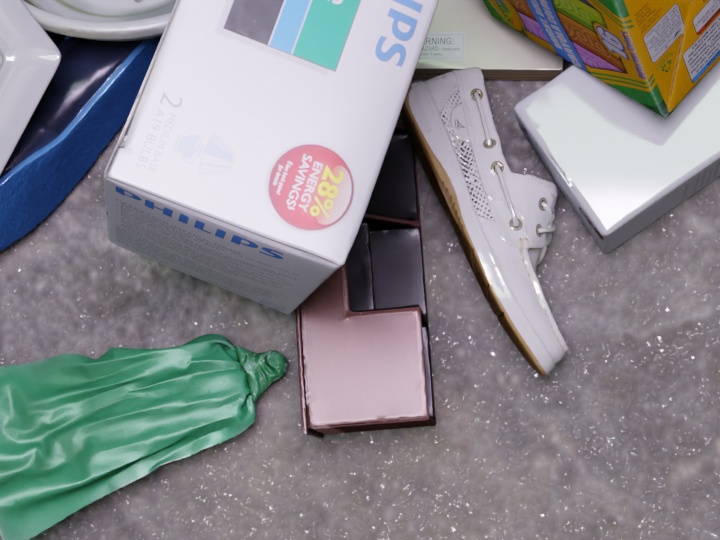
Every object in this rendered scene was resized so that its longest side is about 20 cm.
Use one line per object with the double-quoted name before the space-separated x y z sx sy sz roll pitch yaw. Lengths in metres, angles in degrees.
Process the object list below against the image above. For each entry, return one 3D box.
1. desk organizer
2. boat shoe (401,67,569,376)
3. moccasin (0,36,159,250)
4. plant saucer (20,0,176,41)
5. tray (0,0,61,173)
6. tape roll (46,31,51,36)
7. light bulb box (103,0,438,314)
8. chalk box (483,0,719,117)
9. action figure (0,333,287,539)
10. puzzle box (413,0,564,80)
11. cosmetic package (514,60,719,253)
"desk organizer" 0.000 0.000 0.910 0.076 0.072 0.202 -5 80 6
"boat shoe" 0.091 -0.036 0.900 0.069 0.071 0.201 -23 81 -1
"moccasin" -0.214 -0.091 0.965 0.068 0.081 0.200 38 74 18
"plant saucer" -0.150 -0.209 0.957 0.198 0.050 0.201 -1 53 1
"tray" -0.263 -0.153 0.918 0.200 0.022 0.108 50 120 29
"tape roll" -0.309 -0.189 1.008 0.201 0.037 0.205 -2 81 10
"light bulb box" -0.048 -0.097 0.785 0.124 0.200 0.200 20 79 -6
"chalk box" 0.131 -0.206 0.849 0.125 0.124 0.200 -45 50 -5
"action figure" -0.140 0.090 0.926 0.198 0.055 0.119 -18 77 -1
"puzzle box" 0.037 -0.193 0.959 0.198 0.025 0.134 3 81 10
"cosmetic package" 0.203 -0.110 0.895 0.199 0.074 0.102 -34 77 4
